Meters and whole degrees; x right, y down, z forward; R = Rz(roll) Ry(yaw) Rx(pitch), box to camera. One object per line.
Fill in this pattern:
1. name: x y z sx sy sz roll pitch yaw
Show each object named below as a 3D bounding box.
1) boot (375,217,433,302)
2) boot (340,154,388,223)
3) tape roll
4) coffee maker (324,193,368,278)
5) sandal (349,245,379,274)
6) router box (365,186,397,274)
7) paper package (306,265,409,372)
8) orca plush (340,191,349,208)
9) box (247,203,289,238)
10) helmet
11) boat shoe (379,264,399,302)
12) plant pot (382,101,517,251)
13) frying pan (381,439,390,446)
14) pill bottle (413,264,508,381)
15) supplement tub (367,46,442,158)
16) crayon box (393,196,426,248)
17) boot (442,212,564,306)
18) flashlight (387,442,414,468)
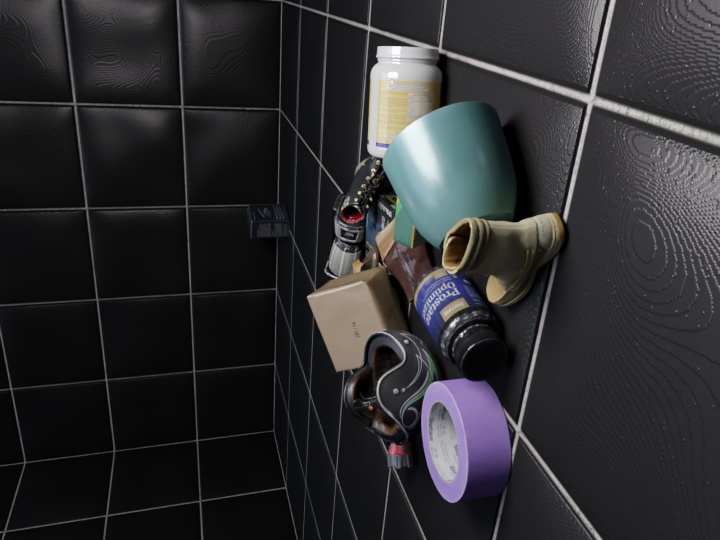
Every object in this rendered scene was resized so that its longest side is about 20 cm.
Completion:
1. boot: 0.125 -0.052 1.264 0.200 0.071 0.169 -46 67 39
2. boot: 0.032 -0.204 1.384 0.202 0.073 0.157 -32 32 53
3. tape roll: 0.181 0.296 1.073 0.200 0.082 0.207 178 90 -75
4. coffee maker: -0.032 -0.106 1.668 0.195 0.130 0.203 -108 23 -44
5. sandal: 0.000 0.000 1.480 0.200 0.053 0.084 146 123 -66
6. router box: 0.068 -0.099 1.440 0.200 0.060 0.154 -126 36 -63
7. paper package: -0.001 0.116 1.404 0.187 0.103 0.205 -15 102 35
8. orca plush: 0.014 -0.187 1.557 0.105 0.071 0.201 -40 13 16
9. box: -0.460 -0.247 3.024 0.150 0.194 0.106 -112 25 -47
10. helmet: 0.076 0.228 1.241 0.192 0.198 0.201 -53 -6 -31
11. boat shoe: 0.048 0.061 1.522 0.071 0.069 0.204 104 157 -44
12. plant pot: 0.151 -0.129 0.936 0.201 0.195 0.165 120 133 -62
13. frying pan: 0.055 0.357 1.455 0.190 0.030 0.118 46 -137 -59
14. pill bottle: 0.169 0.088 1.032 0.201 0.108 0.115 -117 29 -54
15. supplement tub: 0.087 -0.328 1.192 0.146 0.141 0.206 -132 42 -65
16. crayon box: 0.123 -0.157 1.121 0.051 0.124 0.206 23 120 34
17. boot: 0.185 -0.010 0.881 0.201 0.151 0.075 114 149 -57
18. flashlight: 0.091 0.360 1.440 0.068 0.066 0.207 24 -120 -66
